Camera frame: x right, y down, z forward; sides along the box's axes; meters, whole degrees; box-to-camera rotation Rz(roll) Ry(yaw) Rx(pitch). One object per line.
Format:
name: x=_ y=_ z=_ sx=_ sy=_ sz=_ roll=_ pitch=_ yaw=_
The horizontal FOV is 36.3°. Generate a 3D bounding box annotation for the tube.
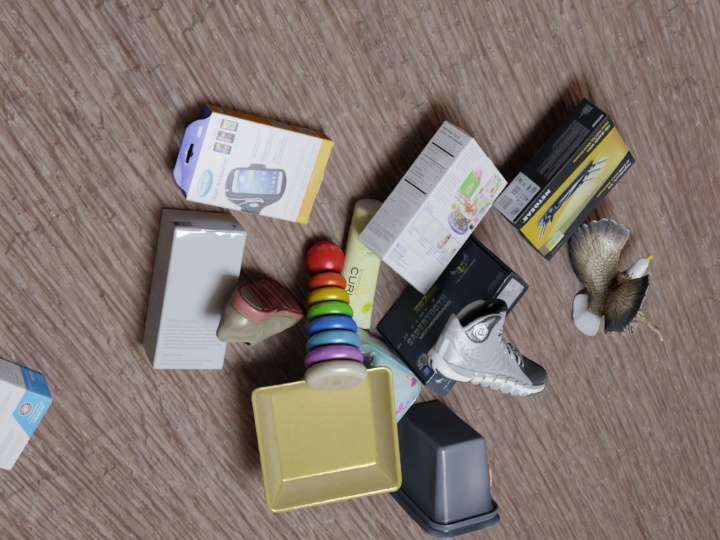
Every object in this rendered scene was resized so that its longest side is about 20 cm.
tube: x=0.000 y=0.000 z=1.548 sx=0.057 sy=0.052 sz=0.203 roll=18 pitch=118 yaw=9

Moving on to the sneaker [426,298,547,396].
sneaker: x=0.191 y=0.099 z=1.483 sx=0.197 sy=0.075 sz=0.117 roll=11 pitch=109 yaw=-32

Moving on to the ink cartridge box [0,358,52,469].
ink cartridge box: x=-0.503 y=0.158 z=1.372 sx=0.199 sy=0.067 sz=0.117 roll=29 pitch=101 yaw=-34

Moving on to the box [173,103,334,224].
box: x=-0.143 y=-0.137 z=1.413 sx=0.197 sy=0.042 sz=0.121 roll=12 pitch=110 yaw=-27

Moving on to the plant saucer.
plant saucer: x=-0.048 y=0.229 z=1.548 sx=0.196 sy=0.049 sz=0.203 roll=-9 pitch=113 yaw=-8

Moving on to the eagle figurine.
eagle figurine: x=0.389 y=0.022 z=1.679 sx=0.200 sy=0.150 sz=0.153 roll=31 pitch=75 yaw=-61

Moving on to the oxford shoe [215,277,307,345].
oxford shoe: x=-0.134 y=0.059 z=1.460 sx=0.075 sy=0.070 sz=0.199 roll=-49 pitch=161 yaw=13

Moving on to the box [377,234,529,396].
box: x=0.128 y=0.054 z=1.568 sx=0.051 sy=0.158 sz=0.201 roll=32 pitch=100 yaw=-37

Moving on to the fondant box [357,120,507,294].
fondant box: x=0.102 y=-0.083 z=1.508 sx=0.201 sy=0.058 sz=0.144 roll=-52 pitch=146 yaw=0

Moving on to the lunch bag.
lunch bag: x=-0.020 y=0.192 z=1.613 sx=0.160 sy=0.077 sz=0.201 roll=34 pitch=100 yaw=-36

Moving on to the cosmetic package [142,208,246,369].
cosmetic package: x=-0.219 y=0.026 z=1.440 sx=0.100 sy=0.074 sz=0.203 roll=3 pitch=112 yaw=-27

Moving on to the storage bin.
storage bin: x=0.131 y=0.292 z=1.678 sx=0.143 sy=0.200 sz=0.137 roll=-9 pitch=110 yaw=-21

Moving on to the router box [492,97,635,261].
router box: x=0.297 y=-0.127 z=1.591 sx=0.201 sy=0.052 sz=0.157 roll=-49 pitch=146 yaw=4

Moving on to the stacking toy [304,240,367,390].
stacking toy: x=-0.041 y=0.054 z=1.480 sx=0.084 sy=0.203 sz=0.086 roll=-5 pitch=159 yaw=-2
